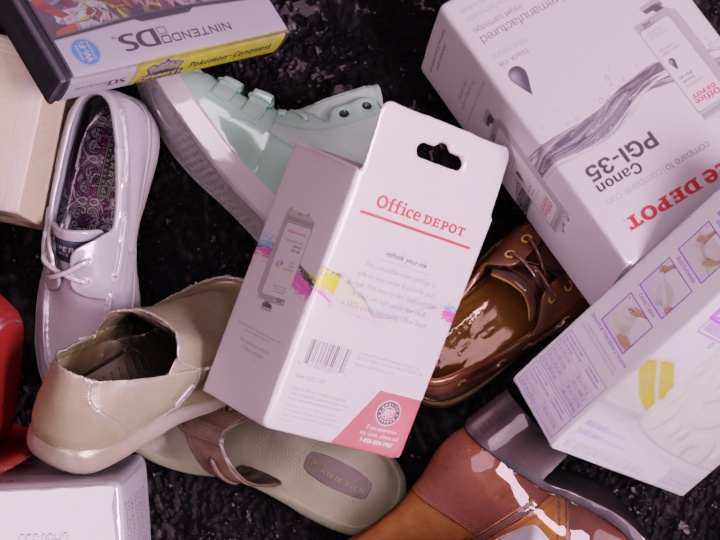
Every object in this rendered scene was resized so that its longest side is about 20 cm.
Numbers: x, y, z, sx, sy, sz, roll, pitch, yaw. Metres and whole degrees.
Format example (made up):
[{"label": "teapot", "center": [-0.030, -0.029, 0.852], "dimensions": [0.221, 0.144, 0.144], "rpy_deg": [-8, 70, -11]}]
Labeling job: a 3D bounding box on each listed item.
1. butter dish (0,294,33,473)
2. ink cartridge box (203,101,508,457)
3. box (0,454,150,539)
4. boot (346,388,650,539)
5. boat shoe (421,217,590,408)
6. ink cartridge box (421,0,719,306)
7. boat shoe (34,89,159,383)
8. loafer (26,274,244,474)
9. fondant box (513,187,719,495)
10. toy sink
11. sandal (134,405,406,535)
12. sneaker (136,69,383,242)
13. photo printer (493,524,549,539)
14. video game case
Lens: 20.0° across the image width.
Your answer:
[{"label": "butter dish", "center": [-0.277, 0.033, 1.214], "dimensions": [0.199, 0.200, 0.148], "rpy_deg": [14, 92, 2]}, {"label": "ink cartridge box", "center": [0.000, 0.000, 1.217], "dimensions": [0.067, 0.116, 0.200], "rpy_deg": [26, 95, 47]}, {"label": "box", "center": [-0.227, 0.220, 1.232], "dimensions": [0.199, 0.131, 0.200], "rpy_deg": [-3, 91, 1]}, {"label": "boot", "center": [0.079, 0.203, 1.267], "dimensions": [0.200, 0.068, 0.188], "rpy_deg": [-44, 109, 6]}, {"label": "boat shoe", "center": [0.106, 0.011, 1.281], "dimensions": [0.200, 0.068, 0.072], "rpy_deg": [-42, 86, -2]}, {"label": "ink cartridge box", "center": [0.154, -0.098, 1.249], "dimensions": [0.146, 0.083, 0.200], "rpy_deg": [-30, 74, -18]}, {"label": "boat shoe", "center": [-0.169, -0.016, 1.270], "dimensions": [0.072, 0.069, 0.200], "rpy_deg": [13, 84, 19]}, {"label": "loafer", "center": [-0.118, 0.051, 1.232], "dimensions": [0.076, 0.200, 0.068], "rpy_deg": [28, 130, 22]}, {"label": "fondant box", "center": [0.210, 0.038, 1.206], "dimensions": [0.200, 0.144, 0.058], "rpy_deg": [-45, 49, 20]}, {"label": "toy sink", "center": [-0.286, -0.094, 1.265], "dimensions": [0.199, 0.130, 0.112], "rpy_deg": [12, 86, 1]}, {"label": "sandal", "center": [-0.064, 0.104, 1.281], "dimensions": [0.201, 0.057, 0.080], "rpy_deg": [21, 86, 2]}, {"label": "sneaker", "center": [-0.053, -0.096, 1.297], "dimensions": [0.118, 0.074, 0.200], "rpy_deg": [-38, 77, -17]}, {"label": "photo printer", "center": [0.091, 0.267, 1.221], "dimensions": [0.166, 0.069, 0.200], "rpy_deg": [-30, 104, 24]}, {"label": "video game case", "center": [-0.161, -0.203, 1.252], "dimensions": [0.181, 0.026, 0.200], "rpy_deg": [-19, 71, -41]}]
